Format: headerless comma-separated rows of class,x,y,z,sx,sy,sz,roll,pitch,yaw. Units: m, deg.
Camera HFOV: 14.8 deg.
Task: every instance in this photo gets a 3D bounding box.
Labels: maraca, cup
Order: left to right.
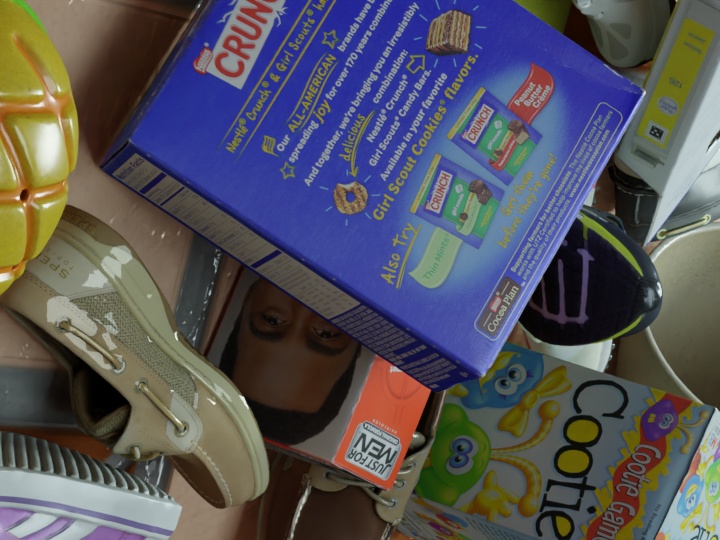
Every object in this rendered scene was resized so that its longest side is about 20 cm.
maraca,-0.185,-0.025,1.134,0.200,0.107,0.137,-63,146,-14
cup,0.240,0.091,1.742,0.200,0.200,0.143,-32,156,-44

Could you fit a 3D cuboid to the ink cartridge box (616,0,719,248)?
ink cartridge box,0.216,-0.141,1.595,0.198,0.047,0.200,-50,168,-39

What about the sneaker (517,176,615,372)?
sneaker,0.088,-0.005,1.583,0.093,0.070,0.200,-25,128,-26

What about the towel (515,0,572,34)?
towel,0.101,-0.206,1.545,0.086,0.018,0.200,6,101,-50

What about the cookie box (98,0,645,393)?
cookie box,0.006,-0.067,1.317,0.200,0.075,0.171,34,71,-9

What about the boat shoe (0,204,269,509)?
boat shoe,-0.110,0.055,1.319,0.065,0.071,0.200,-50,132,-20

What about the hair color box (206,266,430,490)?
hair color box,0.000,0.000,1.414,0.061,0.101,0.200,31,78,-54

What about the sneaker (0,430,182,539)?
sneaker,-0.174,0.134,1.263,0.200,0.073,0.114,11,99,-46

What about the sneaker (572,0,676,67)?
sneaker,0.098,-0.171,1.505,0.115,0.076,0.201,-34,135,-15

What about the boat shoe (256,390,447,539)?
boat shoe,0.000,0.093,1.462,0.076,0.072,0.200,20,78,-13

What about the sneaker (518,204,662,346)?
sneaker,0.110,-0.008,1.439,0.081,0.200,0.074,-4,103,-21

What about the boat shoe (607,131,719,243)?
boat shoe,0.226,-0.066,1.738,0.201,0.072,0.061,-17,122,-43

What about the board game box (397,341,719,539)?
board game box,0.105,0.111,1.524,0.103,0.200,0.105,-62,145,-15
